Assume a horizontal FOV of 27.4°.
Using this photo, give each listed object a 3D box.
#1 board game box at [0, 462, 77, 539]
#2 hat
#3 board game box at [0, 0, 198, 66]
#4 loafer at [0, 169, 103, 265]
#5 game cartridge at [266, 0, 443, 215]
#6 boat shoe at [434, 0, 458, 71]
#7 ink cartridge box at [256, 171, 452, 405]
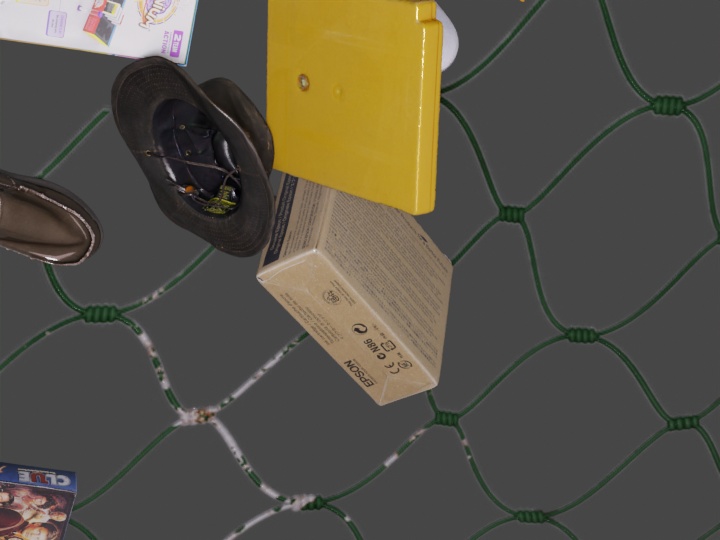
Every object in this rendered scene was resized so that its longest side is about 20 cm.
[{"bbox_3d":[-0.384,0.291,1.546,0.134,0.035,0.201,10,117,-19],"label":"board game box"},{"bbox_3d":[-0.128,-0.115,1.326,0.081,0.200,0.202,-41,130,-33],"label":"hat"},{"bbox_3d":[-0.233,-0.263,1.252,0.198,0.040,0.154,7,118,-17],"label":"board game box"},{"bbox_3d":[-0.326,-0.050,1.337,0.199,0.071,0.073,24,112,-25],"label":"loafer"},{"bbox_3d":[-0.008,-0.155,1.270,0.032,0.199,0.178,-15,116,-41],"label":"game cartridge"},{"bbox_3d":[0.015,-0.259,1.299,0.073,0.065,0.201,-29,101,-1],"label":"boat shoe"},{"bbox_3d":[0.000,0.000,1.386,0.075,0.165,0.200,-23,125,28],"label":"ink cartridge box"}]
